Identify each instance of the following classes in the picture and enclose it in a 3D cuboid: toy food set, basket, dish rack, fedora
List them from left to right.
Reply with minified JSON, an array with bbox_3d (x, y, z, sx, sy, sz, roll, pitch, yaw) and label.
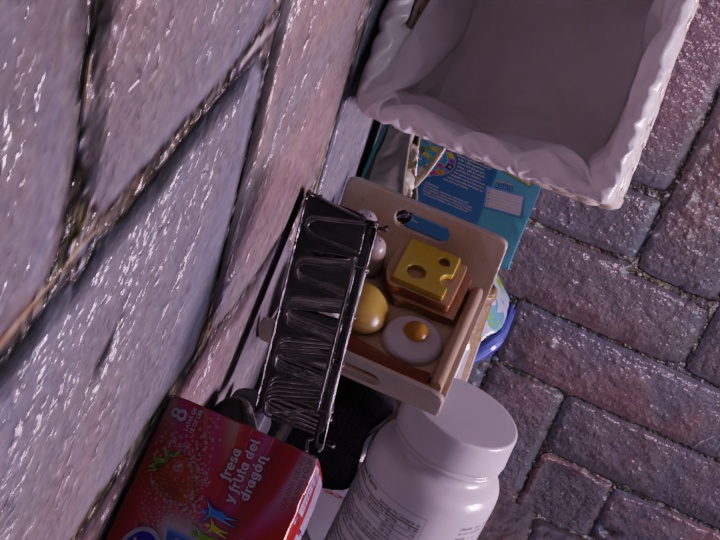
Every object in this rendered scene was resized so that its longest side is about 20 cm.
[{"bbox_3d":[-0.026,0.030,0.857,0.200,0.054,0.156,-130,-128,-86],"label":"dish rack"},{"bbox_3d":[-0.028,0.130,1.174,0.202,0.091,0.201,-60,177,-5],"label":"fedora"},{"bbox_3d":[0.023,0.011,1.037,0.201,0.142,0.061,-60,170,-48],"label":"toy food set"},{"bbox_3d":[0.128,-0.164,0.989,0.161,0.198,0.200,14,97,-77],"label":"basket"}]

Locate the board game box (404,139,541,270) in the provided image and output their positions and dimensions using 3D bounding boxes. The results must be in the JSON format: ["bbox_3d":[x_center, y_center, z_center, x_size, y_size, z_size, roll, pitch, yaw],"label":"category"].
[{"bbox_3d":[0.098,-0.112,1.227,0.047,0.149,0.201,-62,173,-46],"label":"board game box"}]

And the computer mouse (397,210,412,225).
[{"bbox_3d":[0.000,0.000,1.147,0.200,0.034,0.059,-45,170,-47],"label":"computer mouse"}]

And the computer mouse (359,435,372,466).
[{"bbox_3d":[-0.001,0.152,1.424,0.200,0.137,0.053,-21,135,-78],"label":"computer mouse"}]

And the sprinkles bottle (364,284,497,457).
[{"bbox_3d":[0.061,0.096,1.217,0.068,0.067,0.202,-52,160,-69],"label":"sprinkles bottle"}]

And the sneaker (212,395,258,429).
[{"bbox_3d":[-0.103,0.172,0.875,0.076,0.078,0.202,94,-1,-59],"label":"sneaker"}]

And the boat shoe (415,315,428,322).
[{"bbox_3d":[0.028,0.037,1.147,0.068,0.073,0.200,-29,-167,2],"label":"boat shoe"}]

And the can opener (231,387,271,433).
[{"bbox_3d":[-0.098,0.182,0.943,0.053,0.066,0.202,104,11,-63],"label":"can opener"}]

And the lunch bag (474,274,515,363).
[{"bbox_3d":[0.047,0.066,1.327,0.198,0.083,0.161,-26,-173,14],"label":"lunch bag"}]

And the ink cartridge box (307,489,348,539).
[{"bbox_3d":[-0.035,0.229,1.329,0.200,0.144,0.084,-37,149,-80],"label":"ink cartridge box"}]

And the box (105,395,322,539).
[{"bbox_3d":[-0.101,0.186,0.779,0.100,0.094,0.202,88,25,-74],"label":"box"}]

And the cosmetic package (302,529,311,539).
[{"bbox_3d":[-0.072,0.285,1.109,0.200,0.070,0.102,-121,-134,-56],"label":"cosmetic package"}]

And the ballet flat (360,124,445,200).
[{"bbox_3d":[0.053,-0.139,1.139,0.068,0.063,0.202,-60,170,-53],"label":"ballet flat"}]

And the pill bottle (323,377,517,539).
[{"bbox_3d":[0.045,0.193,1.118,0.202,0.112,0.113,-65,176,25],"label":"pill bottle"}]
